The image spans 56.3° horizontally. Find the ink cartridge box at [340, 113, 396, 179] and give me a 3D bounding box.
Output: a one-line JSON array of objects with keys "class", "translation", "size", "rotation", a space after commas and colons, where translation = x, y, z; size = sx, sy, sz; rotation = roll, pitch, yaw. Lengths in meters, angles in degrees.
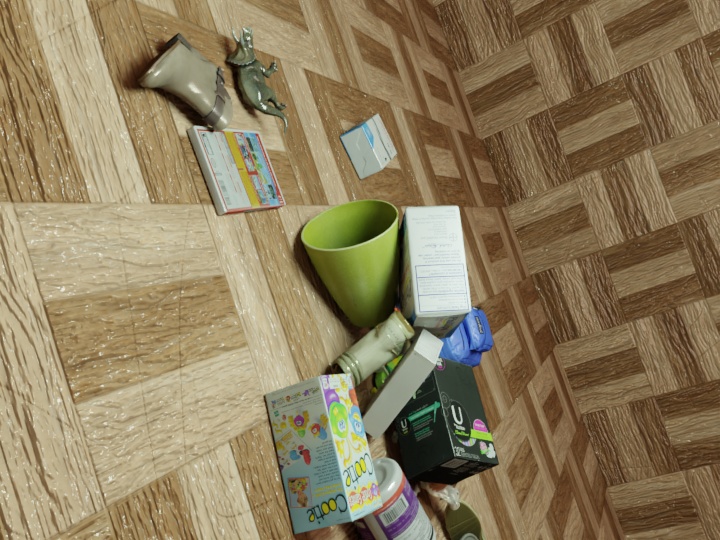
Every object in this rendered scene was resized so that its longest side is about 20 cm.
[{"class": "ink cartridge box", "translation": [0.028, -0.319, 1.689], "size": [0.118, 0.067, 0.200], "rotation": [63, 24, -15]}]

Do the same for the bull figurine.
[{"class": "bull figurine", "translation": [0.133, 0.391, 1.348], "size": [0.121, 0.064, 0.203], "rotation": [-3, 69, -58]}]

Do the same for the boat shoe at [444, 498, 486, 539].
[{"class": "boat shoe", "translation": [0.228, 0.553, 1.428], "size": [0.202, 0.073, 0.063], "rotation": [57, 0, -22]}]

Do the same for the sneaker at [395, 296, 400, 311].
[{"class": "sneaker", "translation": [0.048, 0.050, 1.451], "size": [0.200, 0.076, 0.078], "rotation": [42, -2, -30]}]

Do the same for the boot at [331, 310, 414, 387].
[{"class": "boot", "translation": [0.020, 0.155, 1.232], "size": [0.072, 0.154, 0.200], "rotation": [50, -12, 12]}]

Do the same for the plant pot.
[{"class": "plant pot", "translation": [0.000, 0.000, 1.277], "size": [0.188, 0.183, 0.203], "rotation": [-70, 151, -56]}]

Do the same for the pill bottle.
[{"class": "pill bottle", "translation": [0.057, 0.422, 1.108], "size": [0.202, 0.110, 0.112], "rotation": [62, 25, -16]}]

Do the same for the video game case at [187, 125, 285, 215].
[{"class": "video game case", "translation": [-0.204, -0.170, 1.138], "size": [0.199, 0.017, 0.146], "rotation": [-20, 90, -66]}]

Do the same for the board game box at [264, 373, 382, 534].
[{"class": "board game box", "translation": [-0.054, 0.268, 1.003], "size": [0.103, 0.103, 0.204], "rotation": [13, 60, -62]}]

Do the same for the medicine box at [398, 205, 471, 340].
[{"class": "medicine box", "translation": [0.129, 0.009, 1.249], "size": [0.183, 0.101, 0.204], "rotation": [100, -13, -70]}]

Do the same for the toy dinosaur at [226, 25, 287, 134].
[{"class": "toy dinosaur", "translation": [-0.195, -0.342, 1.253], "size": [0.101, 0.076, 0.204], "rotation": [-10, 85, -54]}]

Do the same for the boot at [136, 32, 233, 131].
[{"class": "boot", "translation": [-0.258, -0.279, 1.042], "size": [0.147, 0.069, 0.202], "rotation": [53, 26, -28]}]

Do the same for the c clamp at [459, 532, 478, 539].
[{"class": "c clamp", "translation": [0.235, 0.645, 1.357], "size": [0.171, 0.027, 0.202], "rotation": [-47, 112, -42]}]

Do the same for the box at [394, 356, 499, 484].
[{"class": "box", "translation": [0.154, 0.285, 1.284], "size": [0.147, 0.124, 0.203], "rotation": [22, 44, -42]}]

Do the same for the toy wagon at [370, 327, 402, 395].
[{"class": "toy wagon", "translation": [0.063, 0.194, 1.389], "size": [0.157, 0.039, 0.201], "rotation": [59, 26, -22]}]

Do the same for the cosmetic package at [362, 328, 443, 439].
[{"class": "cosmetic package", "translation": [0.072, 0.206, 1.211], "size": [0.050, 0.201, 0.083], "rotation": [35, 28, 4]}]

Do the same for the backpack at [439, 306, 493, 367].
[{"class": "backpack", "translation": [0.208, 0.151, 1.586], "size": [0.199, 0.166, 0.165], "rotation": [14, 51, -57]}]
